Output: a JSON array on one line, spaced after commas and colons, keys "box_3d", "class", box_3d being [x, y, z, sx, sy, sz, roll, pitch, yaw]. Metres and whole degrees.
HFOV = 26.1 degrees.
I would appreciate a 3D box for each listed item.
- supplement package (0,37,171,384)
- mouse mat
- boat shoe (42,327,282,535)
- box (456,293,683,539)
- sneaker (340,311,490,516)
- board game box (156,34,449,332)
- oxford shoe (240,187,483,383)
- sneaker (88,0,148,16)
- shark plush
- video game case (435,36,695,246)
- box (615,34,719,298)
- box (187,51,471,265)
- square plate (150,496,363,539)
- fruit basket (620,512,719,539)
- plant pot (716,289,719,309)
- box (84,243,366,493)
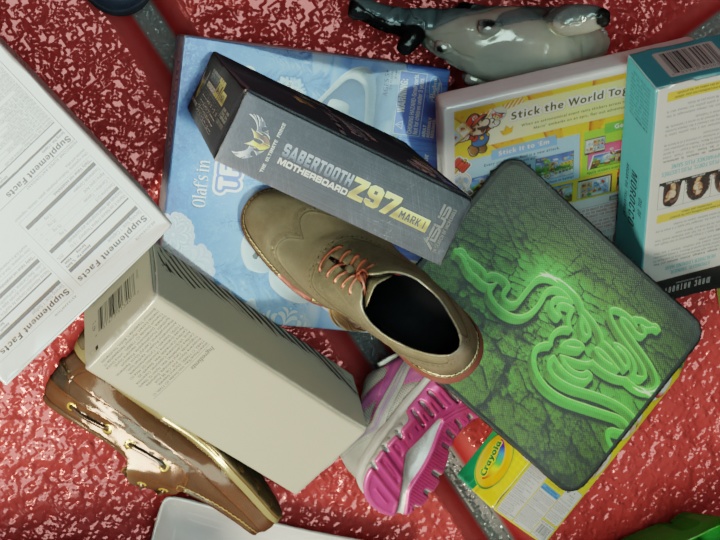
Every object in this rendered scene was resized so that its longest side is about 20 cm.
[{"box_3d": [-0.252, -0.061, 1.022, 0.151, 0.152, 0.200, -44, 107, -3], "class": "supplement package"}, {"box_3d": [0.131, 0.040, 1.114, 0.200, 0.008, 0.161, 41, 84, -9], "class": "mouse mat"}, {"box_3d": [-0.143, 0.128, 1.130, 0.200, 0.072, 0.068, 42, 94, -12], "class": "boat shoe"}, {"box_3d": [0.169, 0.106, 1.185, 0.200, 0.048, 0.117, -49, 145, -1], "class": "box"}, {"box_3d": [0.052, 0.084, 1.159, 0.200, 0.088, 0.082, -45, 126, -15], "class": "sneaker"}, {"box_3d": [-0.045, -0.060, 1.132, 0.198, 0.043, 0.201, 5, 98, -14], "class": "board game box"}, {"box_3d": [0.000, 0.000, 1.061, 0.199, 0.075, 0.071, 32, 84, 12], "class": "oxford shoe"}, {"box_3d": [-0.177, -0.270, 1.040, 0.070, 0.082, 0.201, -14, 103, -12], "class": "sneaker"}, {"box_3d": [0.089, -0.167, 1.136, 0.199, 0.084, 0.091, -3, 129, -7], "class": "shark plush"}, {"box_3d": [0.152, -0.072, 1.151, 0.199, 0.023, 0.183, -14, 131, -11], "class": "video game case"}, {"box_3d": [0.236, -0.070, 1.138, 0.082, 0.049, 0.201, -13, 131, -12], "class": "box"}, {"box_3d": [-0.027, -0.078, 1.007, 0.157, 0.200, 0.051, 24, 98, -15], "class": "box"}, {"box_3d": [-0.085, 0.284, 1.191, 0.197, 0.028, 0.201, 16, 96, -16], "class": "square plate"}, {"box_3d": [0.285, 0.299, 1.200, 0.155, 0.216, 0.217, -20, 104, -10], "class": "fruit basket"}, {"box_3d": [0.406, 0.017, 1.185, 0.199, 0.190, 0.202, -3, 101, -14], "class": "plant pot"}, {"box_3d": [-0.095, 0.072, 1.099, 0.082, 0.069, 0.200, -42, 122, 18], "class": "box"}]
